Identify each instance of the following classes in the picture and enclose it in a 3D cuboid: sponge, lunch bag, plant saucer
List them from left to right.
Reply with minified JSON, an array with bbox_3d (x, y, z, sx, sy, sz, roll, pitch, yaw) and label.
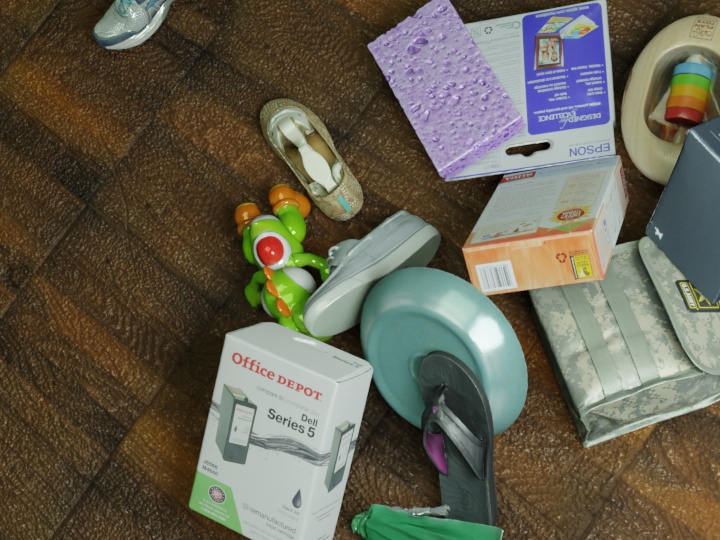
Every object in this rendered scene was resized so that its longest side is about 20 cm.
[{"bbox_3d":[0.075,0.095,1.257,0.198,0.203,0.036,22,38,25],"label":"plant saucer"},{"bbox_3d":[0.096,-0.210,1.402,0.111,0.030,0.202,-31,61,8],"label":"sponge"},{"bbox_3d":[0.285,0.061,1.233,0.197,0.118,0.166,-19,61,2],"label":"lunch bag"}]

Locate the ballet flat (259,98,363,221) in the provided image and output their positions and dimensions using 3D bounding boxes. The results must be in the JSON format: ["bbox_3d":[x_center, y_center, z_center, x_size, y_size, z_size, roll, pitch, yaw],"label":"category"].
[{"bbox_3d":[-0.063,-0.145,1.456,0.070,0.065,0.200,-40,63,1],"label":"ballet flat"}]

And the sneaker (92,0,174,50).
[{"bbox_3d":[-0.279,-0.374,1.605,0.200,0.086,0.078,-41,62,0],"label":"sneaker"}]

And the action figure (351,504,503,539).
[{"bbox_3d":[0.070,0.278,1.244,0.198,0.054,0.120,12,116,36],"label":"action figure"}]

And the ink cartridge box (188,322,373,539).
[{"bbox_3d":[-0.084,0.174,1.288,0.144,0.084,0.203,20,106,25],"label":"ink cartridge box"}]

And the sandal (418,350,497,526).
[{"bbox_3d":[0.096,0.180,1.225,0.074,0.048,0.204,-2,107,35],"label":"sandal"}]

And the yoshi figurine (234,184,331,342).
[{"bbox_3d":[-0.076,0.008,1.403,0.110,0.113,0.202,1,48,-22],"label":"yoshi figurine"}]

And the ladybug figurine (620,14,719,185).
[{"bbox_3d":[0.352,-0.179,1.322,0.134,0.072,0.203,14,76,24],"label":"ladybug figurine"}]

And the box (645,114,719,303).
[{"bbox_3d":[0.397,-0.086,1.188,0.198,0.149,0.107,-25,60,-23],"label":"box"}]

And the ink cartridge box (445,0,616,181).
[{"bbox_3d":[0.190,-0.197,1.400,0.195,0.043,0.203,-6,67,18],"label":"ink cartridge box"}]

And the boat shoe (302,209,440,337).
[{"bbox_3d":[0.000,-0.001,1.348,0.071,0.071,0.200,38,55,25],"label":"boat shoe"}]

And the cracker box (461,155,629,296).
[{"bbox_3d":[0.194,-0.048,1.261,0.132,0.058,0.200,-8,23,24],"label":"cracker box"}]
